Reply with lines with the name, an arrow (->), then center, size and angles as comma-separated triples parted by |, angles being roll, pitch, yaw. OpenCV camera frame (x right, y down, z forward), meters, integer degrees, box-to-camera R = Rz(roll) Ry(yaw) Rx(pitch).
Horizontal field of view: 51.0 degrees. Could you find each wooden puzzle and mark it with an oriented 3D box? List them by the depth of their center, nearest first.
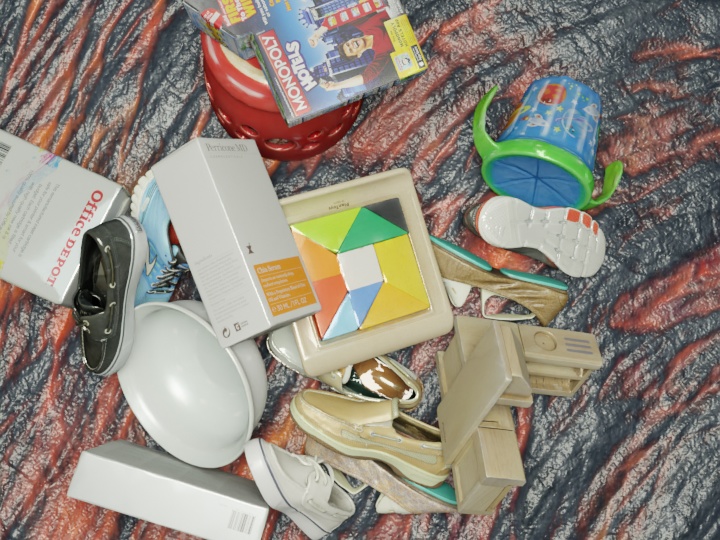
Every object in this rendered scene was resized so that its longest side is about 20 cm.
wooden puzzle -> 0.000, 0.000, 0.849 | 0.184, 0.037, 0.201 | -16, 92, -14

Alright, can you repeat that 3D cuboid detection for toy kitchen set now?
toy kitchen set -> 0.194, 0.132, 0.801 | 0.180, 0.164, 0.201 | 8, 46, -13

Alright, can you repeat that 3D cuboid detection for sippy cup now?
sippy cup -> 0.231, -0.158, 0.919 | 0.139, 0.178, 0.131 | 8, 67, 39

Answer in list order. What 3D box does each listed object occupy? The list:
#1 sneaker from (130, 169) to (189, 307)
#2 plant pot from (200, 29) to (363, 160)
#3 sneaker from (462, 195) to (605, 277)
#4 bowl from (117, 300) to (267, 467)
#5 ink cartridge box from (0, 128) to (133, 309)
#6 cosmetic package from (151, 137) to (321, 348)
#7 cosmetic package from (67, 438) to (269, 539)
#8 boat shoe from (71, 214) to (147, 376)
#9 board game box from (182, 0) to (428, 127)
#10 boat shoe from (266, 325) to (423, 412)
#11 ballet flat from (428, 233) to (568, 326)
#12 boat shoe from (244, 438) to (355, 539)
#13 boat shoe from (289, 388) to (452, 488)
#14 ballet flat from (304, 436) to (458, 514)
sneaker -> -0.224, -0.012, 0.855 | 0.090, 0.078, 0.201 | 33, 118, 27
plant pot -> -0.090, -0.246, 0.882 | 0.199, 0.183, 0.202 | 0, 85, -2
sneaker -> 0.213, -0.049, 0.928 | 0.199, 0.082, 0.077 | 19, 90, -25
bowl -> -0.175, 0.113, 0.856 | 0.200, 0.090, 0.202 | 13, 115, 29
ink cartridge box -> -0.372, -0.058, 0.858 | 0.199, 0.145, 0.146 | 26, 81, 1
cosmetic package -> -0.126, -0.032, 0.784 | 0.071, 0.101, 0.201 | -25, 86, 29
cosmetic package -> -0.196, 0.242, 0.828 | 0.199, 0.151, 0.052 | 18, 84, 0
boat shoe -> -0.276, 0.032, 0.798 | 0.069, 0.057, 0.201 | 34, 121, 26
board game box -> -0.063, -0.248, 0.760 | 0.199, 0.062, 0.201 | -22, 85, -3
boat shoe -> -0.017, 0.108, 0.896 | 0.199, 0.068, 0.075 | 21, 82, 0
ballet flat -> 0.154, 0.019, 0.927 | 0.199, 0.068, 0.073 | 20, 101, -4
boat shoe -> -0.060, 0.233, 0.823 | 0.066, 0.200, 0.072 | -28, 42, 1
boat shoe -> 0.021, 0.170, 0.848 | 0.199, 0.072, 0.076 | 23, 117, -11
ballet flat -> 0.021, 0.243, 0.891 | 0.199, 0.068, 0.067 | 31, 102, 6
